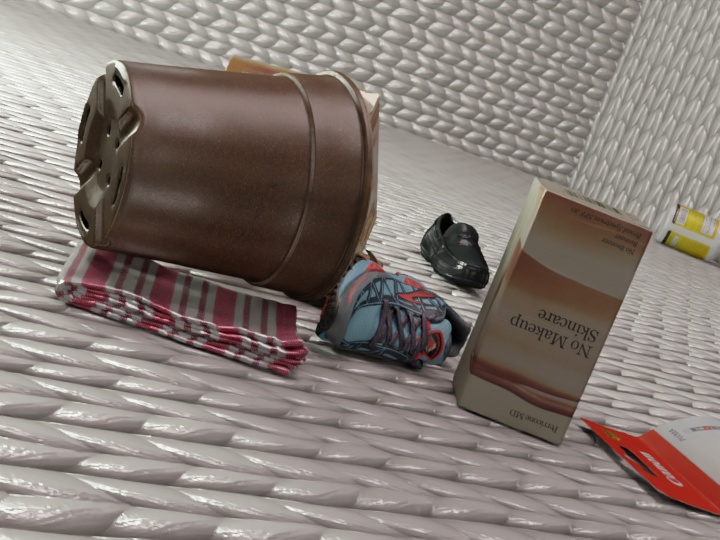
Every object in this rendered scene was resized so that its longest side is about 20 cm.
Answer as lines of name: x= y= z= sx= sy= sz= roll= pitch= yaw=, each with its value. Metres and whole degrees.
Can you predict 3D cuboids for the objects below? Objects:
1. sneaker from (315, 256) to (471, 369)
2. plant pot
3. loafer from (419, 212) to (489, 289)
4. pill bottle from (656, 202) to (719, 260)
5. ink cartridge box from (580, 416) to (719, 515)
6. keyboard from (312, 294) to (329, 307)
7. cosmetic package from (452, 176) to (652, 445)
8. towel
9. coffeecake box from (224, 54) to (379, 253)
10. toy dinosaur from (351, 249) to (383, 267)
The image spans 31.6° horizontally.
sneaker: x=0.039 y=0.043 z=1.136 sx=0.095 sy=0.080 sz=0.200 roll=29 pitch=13 yaw=27
plant pot: x=-0.122 y=-0.081 z=1.051 sx=0.197 sy=0.202 sz=0.200 roll=6 pitch=17 yaw=-29
loafer: x=0.125 y=-0.028 z=1.661 sx=0.068 sy=0.071 sz=0.201 roll=18 pitch=12 yaw=-16
pill bottle: x=0.882 y=-0.091 z=3.315 sx=0.199 sy=0.112 sz=0.111 roll=23 pitch=11 yaw=6
ink cartridge box: x=0.318 y=0.170 z=1.137 sx=0.199 sy=0.050 sz=0.162 roll=21 pitch=10 yaw=-21
keyboard: x=-0.035 y=0.008 z=1.319 sx=0.126 sy=0.021 sz=0.200 roll=22 pitch=10 yaw=0
cosmetic package: x=0.162 y=0.033 z=1.099 sx=0.103 sy=0.201 sz=0.087 roll=19 pitch=12 yaw=-2
towel: x=-0.140 y=0.022 z=1.020 sx=0.199 sy=0.030 sz=0.146 roll=19 pitch=10 yaw=-11
coffeecake box: x=-0.064 y=-0.105 z=1.273 sx=0.152 sy=0.073 sz=0.201 roll=17 pitch=-32 yaw=10
toy dinosaur: x=0.000 y=0.000 z=1.240 sx=0.199 sy=0.058 sz=0.101 roll=26 pitch=10 yaw=-11
